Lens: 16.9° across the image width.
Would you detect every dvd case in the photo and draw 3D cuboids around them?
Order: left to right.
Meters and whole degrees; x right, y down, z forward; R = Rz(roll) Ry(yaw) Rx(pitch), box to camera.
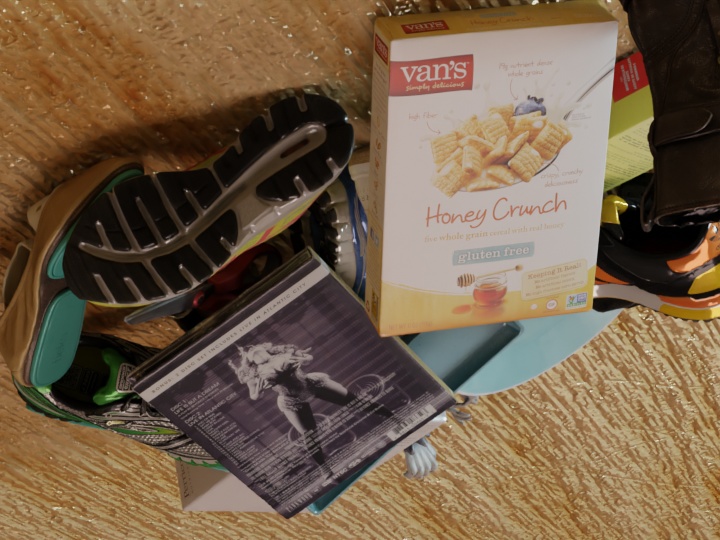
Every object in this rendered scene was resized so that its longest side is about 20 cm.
[{"bbox_3d":[-0.042,0.079,1.610,0.148,0.016,0.200,-35,137,9],"label":"dvd case"}]

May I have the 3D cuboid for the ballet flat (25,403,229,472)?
[{"bbox_3d":[-0.153,0.091,1.735,0.199,0.066,0.070,14,-168,16],"label":"ballet flat"}]

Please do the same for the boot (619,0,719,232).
[{"bbox_3d":[0.242,-0.113,1.378,0.199,0.175,0.069,-15,158,10],"label":"boot"}]

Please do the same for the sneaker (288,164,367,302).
[{"bbox_3d":[0.000,0.000,1.631,0.089,0.079,0.200,-25,148,-24],"label":"sneaker"}]

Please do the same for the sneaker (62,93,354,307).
[{"bbox_3d":[-0.091,-0.033,1.503,0.199,0.078,0.090,-27,173,-5],"label":"sneaker"}]

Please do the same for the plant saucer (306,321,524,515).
[{"bbox_3d":[0.023,0.087,1.694,0.200,0.019,0.070,-43,133,2],"label":"plant saucer"}]

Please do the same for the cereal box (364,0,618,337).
[{"bbox_3d":[0.077,-0.061,1.458,0.143,0.040,0.201,-7,121,-14],"label":"cereal box"}]

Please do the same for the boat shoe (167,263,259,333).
[{"bbox_3d":[-0.102,0.010,1.656,0.073,0.063,0.200,-15,158,8],"label":"boat shoe"}]

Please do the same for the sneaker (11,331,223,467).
[{"bbox_3d":[-0.144,0.088,1.653,0.199,0.078,0.085,10,174,-2],"label":"sneaker"}]

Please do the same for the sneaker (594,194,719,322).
[{"bbox_3d":[0.156,-0.022,1.606,0.199,0.070,0.090,7,146,24],"label":"sneaker"}]

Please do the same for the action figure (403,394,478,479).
[{"bbox_3d":[0.042,0.100,1.886,0.200,0.102,0.119,-29,-173,43],"label":"action figure"}]

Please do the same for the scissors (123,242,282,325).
[{"bbox_3d":[-0.099,0.009,1.556,0.073,0.014,0.200,-60,161,5],"label":"scissors"}]

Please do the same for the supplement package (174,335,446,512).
[{"bbox_3d":[-0.047,0.093,1.810,0.119,0.122,0.200,4,153,-34],"label":"supplement package"}]

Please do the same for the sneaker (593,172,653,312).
[{"bbox_3d":[0.219,-0.046,1.666,0.060,0.104,0.201,-7,124,-48],"label":"sneaker"}]

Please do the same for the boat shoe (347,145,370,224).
[{"bbox_3d":[0.063,-0.043,1.565,0.071,0.070,0.199,-9,174,40],"label":"boat shoe"}]

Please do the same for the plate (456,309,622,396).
[{"bbox_3d":[0.135,0.015,1.773,0.199,0.026,0.201,-27,150,-17],"label":"plate"}]

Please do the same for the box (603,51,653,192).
[{"bbox_3d":[0.198,-0.111,1.532,0.200,0.050,0.075,-27,153,35],"label":"box"}]

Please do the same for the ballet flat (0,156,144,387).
[{"bbox_3d":[-0.196,-0.009,1.547,0.068,0.063,0.200,-18,145,-45],"label":"ballet flat"}]
